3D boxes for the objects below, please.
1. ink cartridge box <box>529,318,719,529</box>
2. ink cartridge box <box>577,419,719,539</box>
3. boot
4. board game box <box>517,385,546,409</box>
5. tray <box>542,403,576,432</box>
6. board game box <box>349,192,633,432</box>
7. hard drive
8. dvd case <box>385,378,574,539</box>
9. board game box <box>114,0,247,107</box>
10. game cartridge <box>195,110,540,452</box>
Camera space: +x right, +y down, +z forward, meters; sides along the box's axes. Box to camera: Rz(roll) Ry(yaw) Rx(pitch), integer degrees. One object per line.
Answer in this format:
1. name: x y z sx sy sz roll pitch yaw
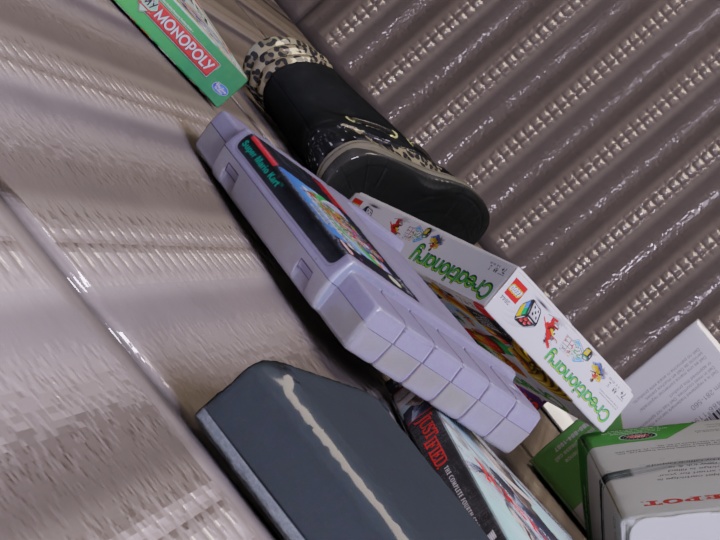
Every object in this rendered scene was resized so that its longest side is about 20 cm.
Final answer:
1. ink cartridge box: 0.231 0.157 1.318 0.200 0.146 0.084 52 4 14
2. ink cartridge box: 0.205 0.144 1.121 0.200 0.146 0.084 -84 169 -82
3. boot: 0.006 -0.091 1.509 0.203 0.073 0.154 26 23 -54
4. board game box: 0.082 0.029 1.607 0.120 0.032 0.200 43 8 -23
5. tray: 0.163 0.102 1.791 0.200 0.022 0.107 51 5 13
6. board game box: 0.071 0.022 1.255 0.126 0.035 0.200 45 -9 -30
7. hard drive: 0.037 0.116 0.623 0.200 0.033 0.140 51 6 15
8. dvd case: 0.081 0.133 0.920 0.146 0.022 0.200 48 4 -22
9. board game box: -0.148 -0.197 1.287 0.135 0.029 0.200 47 6 -37
10. game cartridge: 0.000 0.000 0.991 0.130 0.038 0.200 40 7 -40
